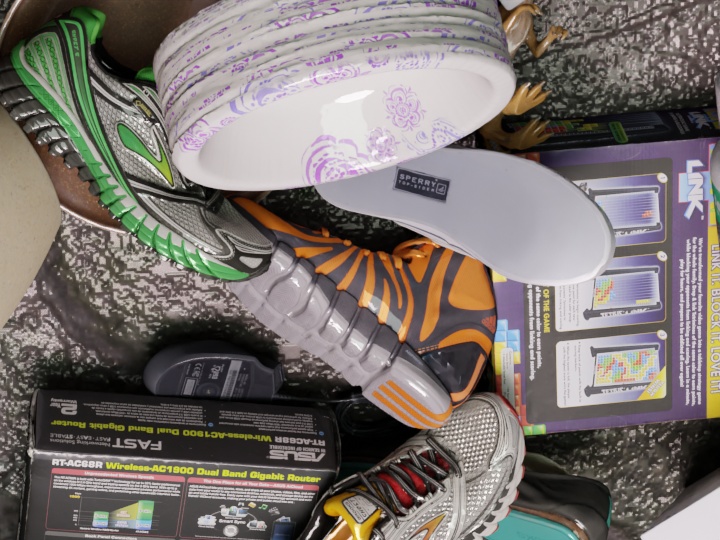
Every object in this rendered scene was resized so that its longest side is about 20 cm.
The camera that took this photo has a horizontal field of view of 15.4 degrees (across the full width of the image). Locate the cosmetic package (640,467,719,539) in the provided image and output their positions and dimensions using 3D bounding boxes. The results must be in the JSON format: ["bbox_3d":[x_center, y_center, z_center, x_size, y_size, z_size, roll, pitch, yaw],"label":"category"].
[{"bbox_3d":[0.286,0.124,1.706,0.200,0.151,0.052,-34,84,19],"label":"cosmetic package"}]

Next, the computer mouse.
[{"bbox_3d":[-0.044,0.074,1.733,0.199,0.034,0.059,9,127,-17],"label":"computer mouse"}]

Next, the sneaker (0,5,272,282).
[{"bbox_3d":[-0.124,-0.072,1.574,0.085,0.078,0.200,-44,95,9],"label":"sneaker"}]

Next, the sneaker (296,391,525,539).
[{"bbox_3d":[0.024,0.154,1.667,0.200,0.078,0.082,-46,149,-1],"label":"sneaker"}]

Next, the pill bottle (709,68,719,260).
[{"bbox_3d":[0.272,-0.032,1.623,0.113,0.113,0.200,-12,118,-1],"label":"pill bottle"}]

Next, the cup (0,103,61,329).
[{"bbox_3d":[-0.264,-0.032,1.588,0.143,0.200,0.201,-33,116,-19],"label":"cup"}]

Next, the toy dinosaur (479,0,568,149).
[{"bbox_3d":[0.068,-0.119,1.646,0.200,0.106,0.060,-45,148,11],"label":"toy dinosaur"}]

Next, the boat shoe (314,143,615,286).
[{"bbox_3d":[0.069,-0.045,1.614,0.200,0.065,0.074,24,100,21],"label":"boat shoe"}]

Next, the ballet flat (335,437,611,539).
[{"bbox_3d":[0.074,0.143,1.744,0.200,0.068,0.068,15,137,23],"label":"ballet flat"}]

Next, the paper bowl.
[{"bbox_3d":[-0.018,-0.126,1.514,0.200,0.201,0.105,-14,74,0],"label":"paper bowl"}]

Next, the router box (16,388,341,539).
[{"bbox_3d":[-0.121,0.157,1.724,0.199,0.062,0.150,5,129,-9],"label":"router box"}]

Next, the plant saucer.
[{"bbox_3d":[-0.125,-0.119,1.632,0.200,0.037,0.201,-2,114,-4],"label":"plant saucer"}]

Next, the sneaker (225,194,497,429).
[{"bbox_3d":[0.000,0.000,1.666,0.200,0.078,0.112,41,63,-10],"label":"sneaker"}]

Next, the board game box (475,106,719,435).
[{"bbox_3d":[0.159,0.001,1.706,0.165,0.057,0.201,-5,114,-6],"label":"board game box"}]

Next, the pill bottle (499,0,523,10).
[{"bbox_3d":[0.140,-0.245,1.552,0.200,0.120,0.120,-37,113,6],"label":"pill bottle"}]
